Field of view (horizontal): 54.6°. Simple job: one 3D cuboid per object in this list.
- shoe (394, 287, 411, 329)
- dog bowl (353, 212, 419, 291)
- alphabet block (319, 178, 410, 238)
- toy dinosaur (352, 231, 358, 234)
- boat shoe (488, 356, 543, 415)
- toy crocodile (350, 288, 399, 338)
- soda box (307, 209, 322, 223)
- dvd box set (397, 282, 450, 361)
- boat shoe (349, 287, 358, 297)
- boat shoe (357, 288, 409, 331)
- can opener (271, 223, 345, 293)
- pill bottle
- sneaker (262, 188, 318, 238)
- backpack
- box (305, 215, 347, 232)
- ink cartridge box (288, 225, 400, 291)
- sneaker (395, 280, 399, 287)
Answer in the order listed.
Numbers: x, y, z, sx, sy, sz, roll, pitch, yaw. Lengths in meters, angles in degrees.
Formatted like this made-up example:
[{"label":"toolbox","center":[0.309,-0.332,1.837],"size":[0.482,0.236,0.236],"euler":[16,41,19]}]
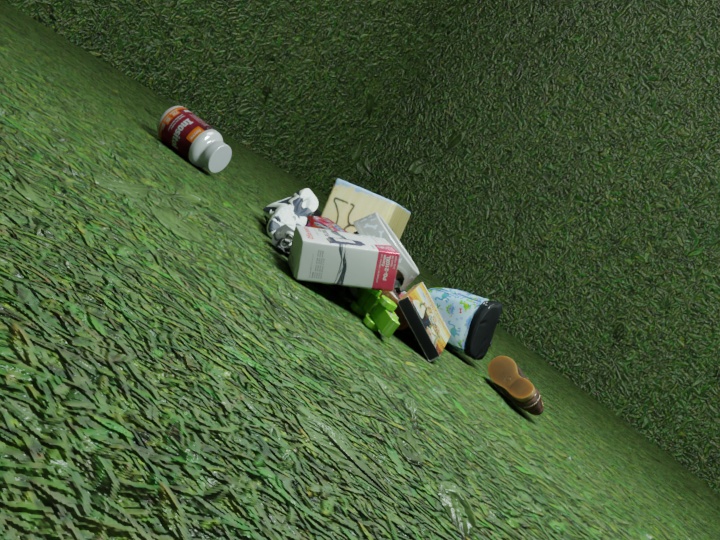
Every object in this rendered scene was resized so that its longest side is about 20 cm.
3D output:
[{"label":"shoe","center":[0.125,0.105,1.656],"size":[0.091,0.072,0.200],"euler":[36,3,35]},{"label":"dog bowl","center":[0.064,-0.048,1.606],"size":[0.200,0.059,0.200],"euler":[53,7,-9]},{"label":"alphabet block","center":[0.002,-0.118,1.945],"size":[0.195,0.200,0.196],"euler":[26,4,19]},{"label":"toy dinosaur","center":[-0.074,-0.029,1.616],"size":[0.106,0.200,0.060],"euler":[60,-31,13]},{"label":"boat shoe","center":[0.364,0.273,1.643],"size":[0.070,0.070,0.200],"euler":[51,4,-23]},{"label":"toy crocodile","center":[0.034,0.078,1.417],"size":[0.062,0.068,0.200],"euler":[31,7,-28]},{"label":"soda box","center":[-0.103,-0.121,2.144],"size":[0.200,0.071,0.063],"euler":[38,6,22]},{"label":"dvd box set","center":[0.145,0.108,1.544],"size":[0.146,0.029,0.200],"euler":[62,16,0]},{"label":"boat shoe","center":[0.000,0.000,1.661],"size":[0.062,0.075,0.200],"euler":[36,24,-35]},{"label":"boat shoe","center":[0.041,0.051,1.545],"size":[0.200,0.070,0.070],"euler":[57,1,7]},{"label":"can opener","center":[-0.107,-0.026,1.524],"size":[0.200,0.053,0.067],"euler":[38,-2,-1]},{"label":"pill bottle","center":[-0.451,-0.356,1.908],"size":[0.200,0.113,0.113],"euler":[36,7,19]},{"label":"sneaker","center":[-0.197,-0.120,1.697],"size":[0.080,0.129,0.199],"euler":[51,40,-21]},{"label":"backpack","center":[0.235,0.118,1.787],"size":[0.154,0.163,0.200],"euler":[9,16,-42]},{"label":"box","center":[-0.086,-0.071,1.757],"size":[0.100,0.096,0.200],"euler":[36,7,5]},{"label":"ink cartridge box","center":[-0.037,-0.026,1.417],"size":[0.200,0.084,0.145],"euler":[8,13,-13]},{"label":"sneaker","center":[0.066,0.029,1.819],"size":[0.066,0.091,0.200],"euler":[34,6,-12]}]
